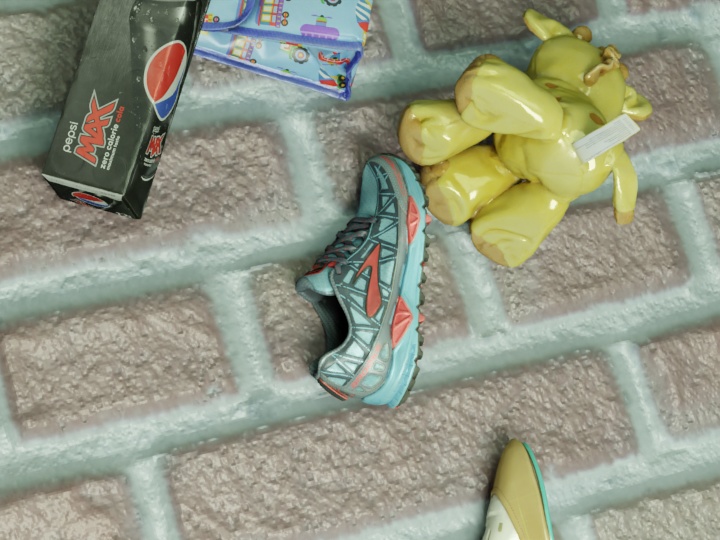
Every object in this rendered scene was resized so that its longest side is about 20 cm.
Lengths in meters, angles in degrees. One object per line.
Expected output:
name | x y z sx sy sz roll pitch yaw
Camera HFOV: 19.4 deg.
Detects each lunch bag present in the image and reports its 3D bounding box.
lunch bag | -0.088 -0.238 1.662 0.198 0.094 0.152 11 69 -4

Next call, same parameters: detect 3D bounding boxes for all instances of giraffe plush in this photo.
giraffe plush | 0.147 -0.125 1.671 0.173 0.199 0.163 62 32 -26

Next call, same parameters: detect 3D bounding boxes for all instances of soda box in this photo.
soda box | -0.169 -0.146 1.566 0.070 0.063 0.202 14 77 10

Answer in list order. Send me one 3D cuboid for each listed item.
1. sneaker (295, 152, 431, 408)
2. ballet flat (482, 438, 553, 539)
sneaker | 0.000 0.000 1.603 0.095 0.079 0.202 8 68 -16
ballet flat | 0.123 0.226 1.578 0.063 0.069 0.202 -13 75 -11
